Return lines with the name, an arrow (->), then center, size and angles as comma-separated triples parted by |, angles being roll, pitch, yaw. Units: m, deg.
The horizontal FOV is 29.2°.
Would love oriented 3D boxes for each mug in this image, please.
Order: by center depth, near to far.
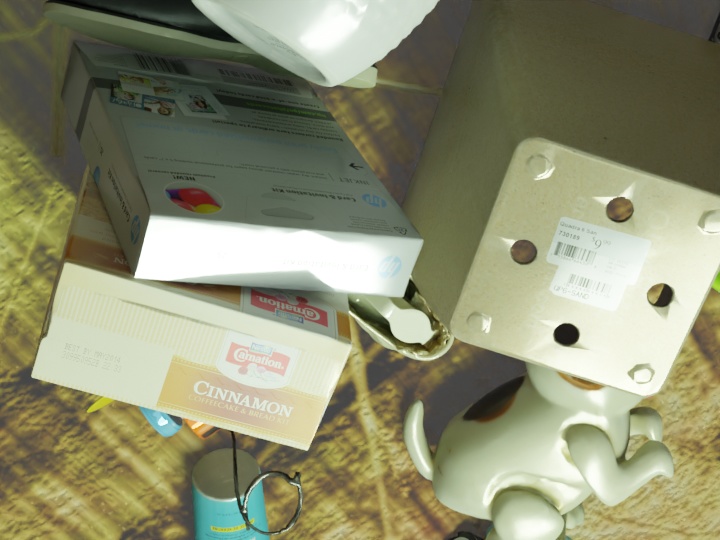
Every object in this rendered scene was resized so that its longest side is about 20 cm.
mug -> -0.030, -0.206, 0.718 | 0.177, 0.199, 0.148 | -60, 170, -2

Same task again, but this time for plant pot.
plant pot -> 0.137, -0.038, 0.856 | 0.197, 0.178, 0.202 | 17, 119, -4

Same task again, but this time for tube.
tube -> -0.098, 0.223, 1.069 | 0.076, 0.051, 0.202 | -5, 131, -5

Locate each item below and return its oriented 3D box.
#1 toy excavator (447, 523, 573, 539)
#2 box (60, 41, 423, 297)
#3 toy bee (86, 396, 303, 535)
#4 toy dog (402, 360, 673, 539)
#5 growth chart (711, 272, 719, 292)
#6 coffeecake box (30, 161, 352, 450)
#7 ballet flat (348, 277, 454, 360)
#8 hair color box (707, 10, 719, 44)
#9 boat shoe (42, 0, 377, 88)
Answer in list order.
toy excavator -> 0.176, 0.265, 1.108 | 0.199, 0.196, 0.100 | -38, 130, 24
box -> -0.072, -0.060, 0.774 | 0.154, 0.200, 0.042 | 5, 120, -28
toy bee -> -0.120, 0.075, 0.928 | 0.129, 0.109, 0.203 | -13, 103, -5
toy dog -> 0.149, 0.105, 1.052 | 0.193, 0.140, 0.201 | 32, 113, 7
growth chart -> 0.305, -0.074, 1.057 | 0.144, 0.018, 0.201 | 21, 112, -33
coffeecake box -> -0.091, -0.002, 0.783 | 0.152, 0.201, 0.074 | 17, 116, -12
ballet flat -> 0.000, 0.000, 0.938 | 0.069, 0.070, 0.200 | -41, 129, 8
hair color box -> 0.275, -0.113, 0.950 | 0.060, 0.099, 0.202 | 8, 116, -19
boat shoe -> -0.081, -0.151, 0.799 | 0.199, 0.074, 0.064 | 5, 93, -19
